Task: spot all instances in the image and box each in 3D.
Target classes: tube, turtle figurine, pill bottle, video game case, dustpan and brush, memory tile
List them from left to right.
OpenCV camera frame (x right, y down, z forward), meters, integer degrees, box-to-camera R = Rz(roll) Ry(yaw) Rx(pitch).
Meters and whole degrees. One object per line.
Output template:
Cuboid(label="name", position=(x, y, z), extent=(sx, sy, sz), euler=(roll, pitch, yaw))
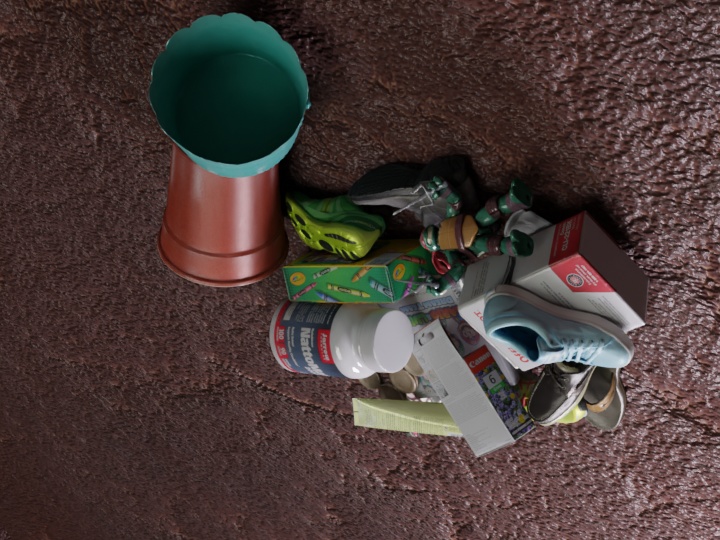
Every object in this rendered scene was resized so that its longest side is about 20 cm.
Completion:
Cuboid(label="pill bottle", position=(-0.026, 0.097, 1.726), extent=(0.199, 0.120, 0.120), euler=(1, 131, 42))
Cuboid(label="memory tile", position=(0.011, 0.119, 1.816), extent=(0.200, 0.017, 0.154), euler=(39, 140, 12))
Cuboid(label="tube", position=(0.087, 0.223, 1.808), extent=(0.198, 0.052, 0.059), euler=(3, 100, 7))
Cuboid(label="video game case", position=(0.118, 0.100, 1.738), extent=(0.199, 0.024, 0.183), euler=(-15, 109, 44))
Cuboid(label="turtle figurine", position=(0.128, -0.050, 1.514), extent=(0.199, 0.100, 0.151), euler=(-11, 90, 39))
Cuboid(label="dustpan and brush", position=(0.231, -0.011, 1.583), extent=(0.139, 0.057, 0.200), euler=(29, 138, -9))

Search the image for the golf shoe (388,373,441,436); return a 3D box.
Cuboid(label="golf shoe", position=(0.098, 0.183, 1.891), extent=(0.087, 0.077, 0.201), euler=(-5, 132, 17))

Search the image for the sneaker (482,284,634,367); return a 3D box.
Cuboid(label="sneaker", position=(0.240, 0.091, 1.453), extent=(0.199, 0.082, 0.074), euler=(19, 139, -1))

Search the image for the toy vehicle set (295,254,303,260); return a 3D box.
Cuboid(label="toy vehicle set", position=(-0.057, 0.066, 1.899), extent=(0.124, 0.027, 0.201), euler=(28, 148, 12))

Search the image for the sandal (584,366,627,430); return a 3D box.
Cuboid(label="sandal", position=(0.337, 0.160, 1.668), extent=(0.081, 0.055, 0.201), euler=(20, 140, 21))

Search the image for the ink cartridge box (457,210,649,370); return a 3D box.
Cuboid(label="ink cartridge box", position=(0.246, 0.031, 1.512), extent=(0.199, 0.084, 0.144), euler=(-27, 122, 38))

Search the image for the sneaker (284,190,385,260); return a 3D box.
Cuboid(label="sneaker", position=(-0.037, -0.072, 1.712), extent=(0.199, 0.083, 0.074), euler=(27, 143, 44))

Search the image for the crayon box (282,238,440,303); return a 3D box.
Cuboid(label="crayon box", position=(0.000, 0.000, 1.711), extent=(0.199, 0.119, 0.059), euler=(0, 109, 40))

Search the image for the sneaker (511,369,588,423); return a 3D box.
Cuboid(label="sneaker", position=(0.247, 0.193, 1.704), extent=(0.200, 0.090, 0.079), euler=(-3, 111, 61))

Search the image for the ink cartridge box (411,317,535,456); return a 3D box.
Cuboid(label="ink cartridge box", position=(0.155, 0.159, 1.678), extent=(0.201, 0.050, 0.109), euler=(59, 148, 5))

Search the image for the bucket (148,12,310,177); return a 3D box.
Cuboid(label="bucket", position=(-0.166, -0.221, 1.538), extent=(0.207, 0.208, 0.135), euler=(35, 173, 2))

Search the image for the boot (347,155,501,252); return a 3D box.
Cuboid(label="boot", position=(0.083, -0.078, 1.610), extent=(0.199, 0.070, 0.132), euler=(-1, 131, 40))

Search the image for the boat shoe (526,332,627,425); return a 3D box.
Cuboid(label="boat shoe", position=(0.281, 0.126, 1.595), extent=(0.073, 0.065, 0.201), euler=(43, 112, 33))

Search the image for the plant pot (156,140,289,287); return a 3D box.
Cuboid(label="plant pot", position=(-0.197, -0.115, 1.711), extent=(0.200, 0.201, 0.196), euler=(23, 134, 18))
